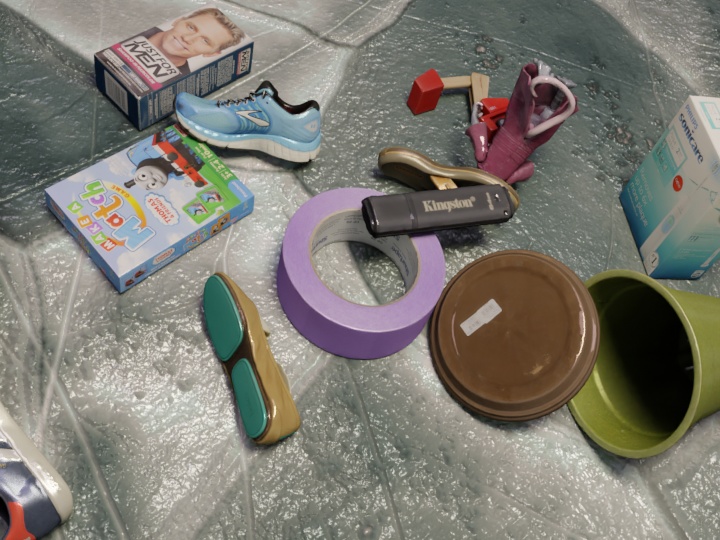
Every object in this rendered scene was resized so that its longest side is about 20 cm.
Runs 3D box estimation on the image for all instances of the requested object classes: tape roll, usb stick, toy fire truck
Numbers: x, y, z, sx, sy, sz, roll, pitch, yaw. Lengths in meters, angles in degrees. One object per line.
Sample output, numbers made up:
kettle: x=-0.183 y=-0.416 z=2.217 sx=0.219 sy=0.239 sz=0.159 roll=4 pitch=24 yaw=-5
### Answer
tape roll: x=0.000 y=0.000 z=0.900 sx=0.195 sy=0.066 sz=0.204 roll=7 pitch=55 yaw=-9
usb stick: x=0.095 y=-0.074 z=0.915 sx=0.195 sy=0.033 sz=0.056 roll=-7 pitch=60 yaw=-20
toy fire truck: x=0.183 y=-0.251 z=1.127 sx=0.197 sy=0.049 sz=0.142 roll=-24 pitch=66 yaw=-27

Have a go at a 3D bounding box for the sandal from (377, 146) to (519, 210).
sandal: x=0.111 y=-0.105 z=0.997 sx=0.196 sy=0.081 sz=0.055 roll=19 pitch=69 yaw=1

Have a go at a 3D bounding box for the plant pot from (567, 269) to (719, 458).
plant pot: x=0.362 y=0.100 z=0.871 sx=0.186 sy=0.201 sz=0.203 roll=-1 pitch=55 yaw=-31

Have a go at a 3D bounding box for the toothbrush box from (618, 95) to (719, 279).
toothbrush box: x=0.444 y=-0.105 z=1.003 sx=0.083 sy=0.201 sz=0.149 roll=2 pitch=56 yaw=-13

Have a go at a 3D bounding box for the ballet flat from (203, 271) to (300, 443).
ballet flat: x=-0.118 y=0.093 z=0.819 sx=0.062 sy=0.068 sz=0.203 roll=6 pitch=53 yaw=-45

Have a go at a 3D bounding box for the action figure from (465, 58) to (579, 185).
action figure: x=0.211 y=-0.166 z=0.998 sx=0.132 sy=0.202 sz=0.150 roll=29 pitch=24 yaw=-16

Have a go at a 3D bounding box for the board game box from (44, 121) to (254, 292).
board game box: x=-0.250 y=-0.084 z=0.909 sx=0.151 sy=0.037 sz=0.199 roll=44 pitch=58 yaw=16

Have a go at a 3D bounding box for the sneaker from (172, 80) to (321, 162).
sneaker: x=-0.142 y=-0.208 z=0.976 sx=0.195 sy=0.092 sz=0.079 roll=8 pitch=30 yaw=-15

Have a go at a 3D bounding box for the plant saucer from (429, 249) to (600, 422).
plant saucer: x=0.171 y=0.068 z=0.860 sx=0.195 sy=0.029 sz=0.205 roll=-7 pitch=69 yaw=18

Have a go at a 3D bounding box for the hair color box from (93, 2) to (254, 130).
hair color box: x=-0.251 y=-0.283 z=1.029 sx=0.100 sy=0.061 sz=0.199 roll=42 pitch=56 yaw=15

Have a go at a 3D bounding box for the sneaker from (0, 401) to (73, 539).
sneaker: x=-0.353 y=0.169 z=0.687 sx=0.199 sy=0.076 sz=0.084 roll=42 pitch=52 yaw=15
